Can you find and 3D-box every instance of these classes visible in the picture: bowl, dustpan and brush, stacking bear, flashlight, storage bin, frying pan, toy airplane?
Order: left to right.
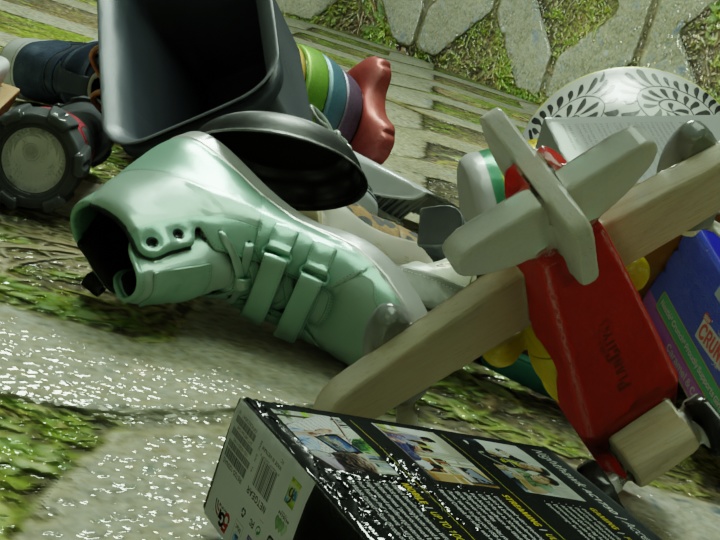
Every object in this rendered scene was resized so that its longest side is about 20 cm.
[{"bbox_3d":[-0.207,-0.084,0.935,0.067,0.068,0.200,31,6,-10],"label":"flashlight"},{"bbox_3d":[-0.102,-0.127,0.956,0.135,0.144,0.201,57,16,-47],"label":"storage bin"},{"bbox_3d":[-0.064,-0.055,0.856,0.114,0.031,0.190,15,-19,-17],"label":"frying pan"},{"bbox_3d":[-0.079,-0.164,1.254,0.199,0.113,0.123,23,50,-35],"label":"stacking bear"},{"bbox_3d":[-0.018,-0.078,1.210,0.199,0.058,0.139,28,4,16],"label":"dustpan and brush"},{"bbox_3d":[0.090,0.003,0.645,0.198,0.201,0.141,10,25,-26],"label":"toy airplane"},{"bbox_3d":[0.222,-0.059,1.143,0.199,0.202,0.094,18,25,2],"label":"bowl"}]

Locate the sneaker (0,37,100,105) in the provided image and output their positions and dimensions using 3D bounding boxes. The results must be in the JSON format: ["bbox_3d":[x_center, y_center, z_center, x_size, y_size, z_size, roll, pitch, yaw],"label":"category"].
[{"bbox_3d":[-0.202,-0.173,1.242,0.145,0.078,0.202,12,17,34],"label":"sneaker"}]

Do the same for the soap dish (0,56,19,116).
[{"bbox_3d":[-0.297,-0.099,0.820,0.156,0.082,0.200,15,13,-9],"label":"soap dish"}]

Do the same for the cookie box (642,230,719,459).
[{"bbox_3d":[0.289,0.065,0.814,0.198,0.076,0.172,12,36,-22],"label":"cookie box"}]

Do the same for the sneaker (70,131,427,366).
[{"bbox_3d":[-0.063,0.013,0.729,0.200,0.074,0.118,36,40,16],"label":"sneaker"}]

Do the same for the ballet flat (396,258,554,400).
[{"bbox_3d":[0.071,0.026,0.811,0.198,0.064,0.067,20,-23,-3],"label":"ballet flat"}]

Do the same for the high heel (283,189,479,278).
[{"bbox_3d":[0.000,0.000,0.925,0.198,0.072,0.143,5,-23,26],"label":"high heel"}]

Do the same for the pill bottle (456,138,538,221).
[{"bbox_3d":[0.179,-0.051,1.030,0.198,0.114,0.113,-11,15,-2],"label":"pill bottle"}]

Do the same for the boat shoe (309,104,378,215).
[{"bbox_3d":[-0.044,-0.092,1.131,0.199,0.068,0.074,25,-19,51],"label":"boat shoe"}]

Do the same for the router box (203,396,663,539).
[{"bbox_3d":[0.052,0.113,0.456,0.148,0.052,0.200,13,14,-30],"label":"router box"}]

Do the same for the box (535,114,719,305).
[{"bbox_3d":[0.209,-0.024,0.900,0.198,0.125,0.098,-3,45,-16],"label":"box"}]
